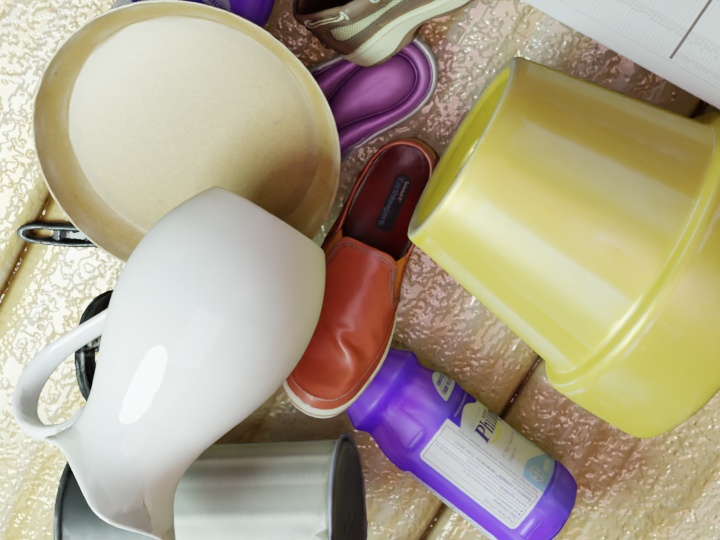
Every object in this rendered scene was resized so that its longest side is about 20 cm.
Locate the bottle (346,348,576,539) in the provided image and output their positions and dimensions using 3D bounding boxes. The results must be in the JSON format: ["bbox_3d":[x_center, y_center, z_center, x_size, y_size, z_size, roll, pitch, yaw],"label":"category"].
[{"bbox_3d":[0.055,0.113,0.954,0.200,0.084,0.065,38,105,2],"label":"bottle"}]

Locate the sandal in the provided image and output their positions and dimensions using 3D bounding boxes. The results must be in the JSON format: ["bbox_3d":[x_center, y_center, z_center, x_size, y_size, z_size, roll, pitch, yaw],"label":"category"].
[{"bbox_3d":[-0.038,-0.091,0.916,0.203,0.050,0.083,-40,97,6],"label":"sandal"}]

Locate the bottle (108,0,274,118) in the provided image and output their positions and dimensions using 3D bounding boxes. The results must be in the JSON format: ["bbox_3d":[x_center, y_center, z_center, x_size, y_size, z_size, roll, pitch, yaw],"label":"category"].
[{"bbox_3d":[-0.099,-0.176,0.876,0.084,0.065,0.200,42,123,-9],"label":"bottle"}]

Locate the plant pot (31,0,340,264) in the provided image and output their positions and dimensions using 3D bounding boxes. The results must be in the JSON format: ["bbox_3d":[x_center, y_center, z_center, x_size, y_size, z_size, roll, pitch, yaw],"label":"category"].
[{"bbox_3d":[-0.109,-0.082,0.880,0.199,0.028,0.200,4,122,7],"label":"plant pot"}]

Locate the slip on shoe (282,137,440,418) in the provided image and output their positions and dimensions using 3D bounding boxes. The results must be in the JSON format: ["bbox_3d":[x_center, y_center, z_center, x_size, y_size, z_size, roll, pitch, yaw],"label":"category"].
[{"bbox_3d":[0.000,0.000,0.906,0.074,0.061,0.200,23,82,7],"label":"slip on shoe"}]

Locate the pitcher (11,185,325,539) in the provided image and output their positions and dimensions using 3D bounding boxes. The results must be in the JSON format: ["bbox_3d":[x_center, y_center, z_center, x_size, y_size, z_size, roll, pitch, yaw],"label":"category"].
[{"bbox_3d":[-0.125,0.043,0.856,0.171,0.121,0.200,29,85,35],"label":"pitcher"}]

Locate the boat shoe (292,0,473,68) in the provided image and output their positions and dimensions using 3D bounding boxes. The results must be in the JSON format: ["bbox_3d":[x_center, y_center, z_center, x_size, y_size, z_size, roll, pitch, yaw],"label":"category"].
[{"bbox_3d":[0.030,-0.189,0.813,0.075,0.075,0.202,22,142,-28],"label":"boat shoe"}]

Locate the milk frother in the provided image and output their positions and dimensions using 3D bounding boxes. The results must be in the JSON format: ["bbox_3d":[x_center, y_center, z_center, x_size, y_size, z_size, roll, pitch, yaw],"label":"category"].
[{"bbox_3d":[-0.098,0.120,0.931,0.188,0.181,0.201,-3,112,10],"label":"milk frother"}]

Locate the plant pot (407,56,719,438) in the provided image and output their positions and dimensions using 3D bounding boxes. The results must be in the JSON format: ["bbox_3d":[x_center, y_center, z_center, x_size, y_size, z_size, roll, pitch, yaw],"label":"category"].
[{"bbox_3d":[0.140,-0.028,0.844,0.189,0.201,0.201,29,108,-6],"label":"plant pot"}]

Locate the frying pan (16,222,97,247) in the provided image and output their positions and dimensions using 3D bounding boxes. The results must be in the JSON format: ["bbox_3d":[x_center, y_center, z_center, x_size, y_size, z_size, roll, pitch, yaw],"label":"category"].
[{"bbox_3d":[-0.140,-0.033,0.970,0.190,0.031,0.115,24,105,-4],"label":"frying pan"}]

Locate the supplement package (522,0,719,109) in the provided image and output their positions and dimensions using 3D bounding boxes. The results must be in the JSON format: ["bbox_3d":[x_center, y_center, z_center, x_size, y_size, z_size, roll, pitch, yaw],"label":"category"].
[{"bbox_3d":[0.201,-0.187,0.827,0.200,0.110,0.114,28,127,-4],"label":"supplement package"}]
